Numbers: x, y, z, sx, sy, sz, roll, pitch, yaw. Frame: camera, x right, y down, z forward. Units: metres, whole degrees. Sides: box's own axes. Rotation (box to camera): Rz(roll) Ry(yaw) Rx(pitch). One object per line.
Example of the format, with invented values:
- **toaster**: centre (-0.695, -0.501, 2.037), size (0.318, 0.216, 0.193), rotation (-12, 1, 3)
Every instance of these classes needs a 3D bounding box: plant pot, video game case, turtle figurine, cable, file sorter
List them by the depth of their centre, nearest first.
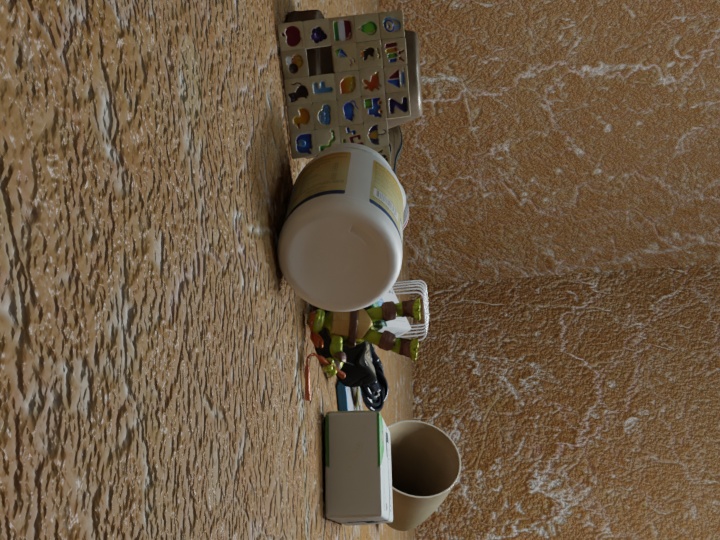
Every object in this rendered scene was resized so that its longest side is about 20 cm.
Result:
- **turtle figurine**: centre (-0.004, 0.080, 1.213), size (0.065, 0.158, 0.203), rotation (96, 0, -66)
- **plant pot**: centre (-0.003, -0.259, 1.278), size (0.200, 0.172, 0.204), rotation (-3, 90, -85)
- **video game case**: centre (-0.016, 0.230, 1.587), size (0.200, 0.017, 0.146), rotation (-70, 155, -76)
- **cable**: centre (0.012, 0.140, 1.606), size (0.164, 0.050, 0.202), rotation (62, 13, -48)
- **plant pot**: centre (0.101, 0.452, 1.952), size (0.189, 0.184, 0.202), rotation (-88, -174, -48)
- **file sorter**: centre (0.118, 0.106, 2.494), size (0.200, 0.122, 0.141), rotation (-57, 142, -80)

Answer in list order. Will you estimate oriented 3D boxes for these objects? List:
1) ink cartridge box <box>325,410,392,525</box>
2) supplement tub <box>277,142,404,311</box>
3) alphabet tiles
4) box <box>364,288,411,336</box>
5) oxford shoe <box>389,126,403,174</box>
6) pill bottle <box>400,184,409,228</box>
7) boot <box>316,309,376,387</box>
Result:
- **ink cartridge box**: centre (0.000, 0.295, 1.374), size (0.200, 0.082, 0.149), rotation (71, 17, -72)
- **supplement tub**: centre (-0.019, -0.059, 1.116), size (0.201, 0.142, 0.146), rotation (-83, 167, -61)
- **alphabet tiles**: centre (-0.015, -0.221, 1.193), size (0.008, 0.165, 0.203), rotation (-139, -139, -68)
- **box**: centre (0.000, 0.000, 1.334), size (0.202, 0.036, 0.144), rotation (64, 14, 12)
- **oxford shoe**: centre (0.037, -0.236, 1.672), size (0.085, 0.071, 0.202), rotation (74, 12, -51)
- **pill bottle**: centre (0.045, -0.141, 1.985), size (0.200, 0.109, 0.113), rotation (56, 30, -79)
- **boot**: centre (-0.023, 0.065, 1.363), size (0.201, 0.072, 0.152), rotation (65, 16, -54)
